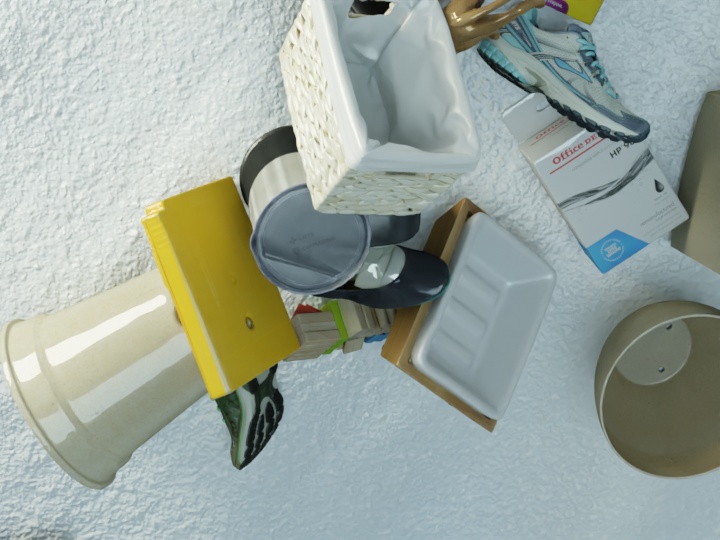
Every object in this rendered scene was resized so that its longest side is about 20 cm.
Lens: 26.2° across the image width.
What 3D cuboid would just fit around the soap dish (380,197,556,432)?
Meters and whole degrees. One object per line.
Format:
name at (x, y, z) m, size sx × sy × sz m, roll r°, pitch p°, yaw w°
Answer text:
soap dish at (0.115, 0.048, 1.655) m, size 0.157 × 0.081 × 0.201 m, roll 36°, pitch 68°, yaw -33°

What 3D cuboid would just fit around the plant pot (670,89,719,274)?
plant pot at (0.454, -0.103, 1.644) m, size 0.199 × 0.200 × 0.178 m, roll -4°, pitch 102°, yaw -7°

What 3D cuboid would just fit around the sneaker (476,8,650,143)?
sneaker at (0.219, -0.205, 1.583) m, size 0.200 × 0.078 × 0.087 m, roll 36°, pitch 95°, yaw 14°

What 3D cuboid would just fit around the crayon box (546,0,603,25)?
crayon box at (0.180, -0.368, 1.555) m, size 0.199 × 0.058 × 0.173 m, roll 22°, pitch 107°, yaw -16°

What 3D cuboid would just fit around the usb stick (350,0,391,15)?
usb stick at (-0.022, -0.323, 1.557) m, size 0.055 × 0.033 × 0.200 m, roll -33°, pitch 114°, yaw 15°

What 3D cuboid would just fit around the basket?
basket at (0.011, -0.158, 1.458) m, size 0.135 × 0.201 × 0.123 m, roll 1°, pitch 152°, yaw -29°

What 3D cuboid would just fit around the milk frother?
milk frother at (-0.043, -0.111, 1.557) m, size 0.180 × 0.188 × 0.201 m, roll -20°, pitch 114°, yaw -1°

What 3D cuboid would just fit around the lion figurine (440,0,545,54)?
lion figurine at (0.093, -0.240, 1.525) m, size 0.122 × 0.200 × 0.073 m, roll -27°, pitch 83°, yaw -21°

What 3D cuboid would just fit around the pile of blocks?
pile of blocks at (0.003, 0.045, 1.709) m, size 0.199 × 0.082 × 0.062 m, roll -13°, pitch 71°, yaw -13°

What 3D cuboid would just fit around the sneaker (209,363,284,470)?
sneaker at (-0.139, 0.131, 1.721) m, size 0.088 × 0.077 × 0.201 m, roll 22°, pitch 128°, yaw 26°

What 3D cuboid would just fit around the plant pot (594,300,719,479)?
plant pot at (0.348, 0.114, 1.740) m, size 0.199 × 0.135 × 0.201 m, roll -3°, pitch 113°, yaw -7°

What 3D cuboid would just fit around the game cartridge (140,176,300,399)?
game cartridge at (-0.142, 0.013, 1.575) m, size 0.032 × 0.176 × 0.201 m, roll -21°, pitch 93°, yaw 24°

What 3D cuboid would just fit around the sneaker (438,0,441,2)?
sneaker at (-0.015, -0.301, 1.517) m, size 0.199 × 0.075 × 0.090 m, roll 27°, pitch 133°, yaw -14°

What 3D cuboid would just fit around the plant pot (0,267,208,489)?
plant pot at (-0.238, 0.095, 1.600) m, size 0.183 × 0.201 × 0.201 m, roll -30°, pitch 114°, yaw 8°

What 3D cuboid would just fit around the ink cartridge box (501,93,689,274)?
ink cartridge box at (0.252, -0.111, 1.668) m, size 0.116 × 0.067 × 0.200 m, roll -34°, pitch 113°, yaw 6°

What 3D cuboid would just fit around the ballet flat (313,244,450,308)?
ballet flat at (0.000, 0.000, 1.617) m, size 0.073 × 0.199 × 0.074 m, roll -3°, pitch 94°, yaw -47°
